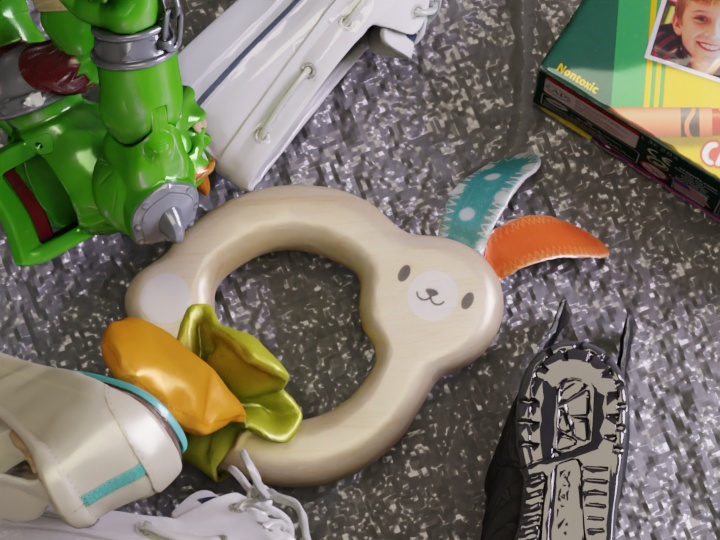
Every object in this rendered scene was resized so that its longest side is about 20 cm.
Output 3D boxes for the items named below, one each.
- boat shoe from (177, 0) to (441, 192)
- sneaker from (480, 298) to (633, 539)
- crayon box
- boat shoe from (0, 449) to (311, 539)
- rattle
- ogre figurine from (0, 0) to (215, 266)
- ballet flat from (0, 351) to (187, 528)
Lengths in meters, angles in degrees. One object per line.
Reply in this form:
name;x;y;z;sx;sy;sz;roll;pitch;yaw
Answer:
boat shoe;0.002;-0.115;1.189;0.200;0.074;0.067;-44;83;4
sneaker;0.076;0.102;1.116;0.060;0.104;0.201;11;77;4
crayon box;0.201;-0.094;1.184;0.200;0.058;0.173;32;79;7
boat shoe;-0.053;0.109;1.078;0.201;0.075;0.086;0;55;22
rattle;0.000;0.000;1.127;0.199;0.143;0.131;-18;59;2
ogre figurine;-0.116;-0.070;1.128;0.098;0.200;0.120;-25;105;-43
ballet flat;-0.140;0.061;1.088;0.069;0.200;0.070;-4;98;-31
